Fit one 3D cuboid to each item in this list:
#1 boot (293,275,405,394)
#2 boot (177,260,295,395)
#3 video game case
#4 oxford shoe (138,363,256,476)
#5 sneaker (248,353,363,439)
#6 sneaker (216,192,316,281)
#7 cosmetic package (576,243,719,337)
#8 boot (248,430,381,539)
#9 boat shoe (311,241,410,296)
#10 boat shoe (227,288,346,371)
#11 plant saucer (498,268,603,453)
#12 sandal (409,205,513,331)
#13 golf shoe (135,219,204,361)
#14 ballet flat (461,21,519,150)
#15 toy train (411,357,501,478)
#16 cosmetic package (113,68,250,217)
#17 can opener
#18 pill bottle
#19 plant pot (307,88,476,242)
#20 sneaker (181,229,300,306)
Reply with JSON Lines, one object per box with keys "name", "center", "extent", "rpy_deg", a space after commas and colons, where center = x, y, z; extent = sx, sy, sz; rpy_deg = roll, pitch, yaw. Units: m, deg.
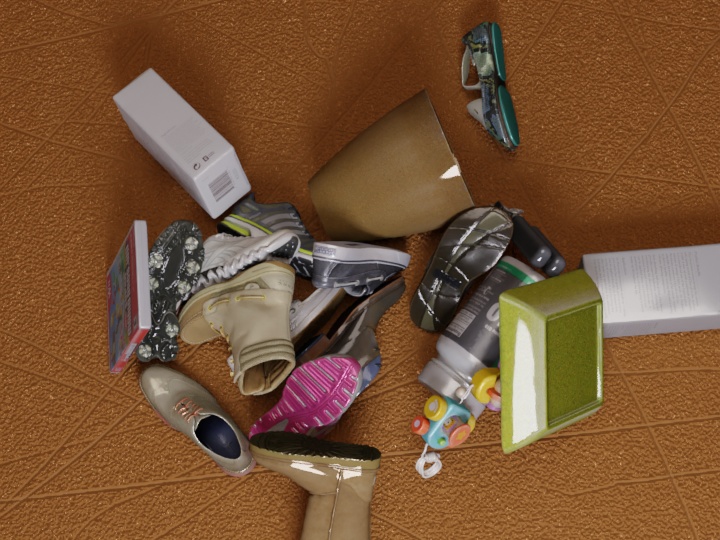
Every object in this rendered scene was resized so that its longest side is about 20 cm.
{"name": "boot", "center": [0.004, 0.097, 1.741], "extent": [0.200, 0.075, 0.097], "rpy_deg": [-39, 95, -15]}
{"name": "boot", "center": [-0.162, 0.093, 1.682], "extent": [0.199, 0.073, 0.157], "rpy_deg": [-26, 52, 29]}
{"name": "video game case", "center": [-0.305, 0.038, 1.696], "extent": [0.017, 0.200, 0.144], "rpy_deg": [2, 69, -21]}
{"name": "oxford shoe", "center": [-0.215, 0.186, 1.702], "extent": [0.199, 0.074, 0.071], "rpy_deg": [37, 76, 13]}
{"name": "sneaker", "center": [-0.060, 0.168, 1.658], "extent": [0.082, 0.088, 0.200], "rpy_deg": [52, 124, 9]}
{"name": "sneaker", "center": [-0.095, -0.049, 1.783], "extent": [0.198, 0.074, 0.081], "rpy_deg": [24, 70, 8]}
{"name": "cosmetic package", "center": [0.396, 0.028, 1.734], "extent": [0.198, 0.071, 0.102], "rpy_deg": [-4, 71, 1]}
{"name": "boot", "center": [-0.065, 0.310, 1.607], "extent": [0.173, 0.066, 0.202], "rpy_deg": [10, 105, 3]}
{"name": "boat shoe", "center": [0.000, 0.000, 1.714], "extent": [0.071, 0.199, 0.069], "rpy_deg": [11, 95, 29]}
{"name": "boat shoe", "center": [-0.098, 0.069, 1.740], "extent": [0.069, 0.071, 0.200], "rpy_deg": [42, 79, 15]}
{"name": "plant saucer", "center": [0.248, 0.112, 1.617], "extent": [0.048, 0.199, 0.202], "rpy_deg": [6, 103, 40]}
{"name": "sandal", "center": [0.133, -0.006, 1.733], "extent": [0.081, 0.055, 0.201], "rpy_deg": [30, 114, 3]}
{"name": "golf shoe", "center": [-0.263, 0.019, 1.712], "extent": [0.076, 0.088, 0.202], "rpy_deg": [11, 108, -23]}
{"name": "ballet flat", "center": [0.181, -0.256, 1.853], "extent": [0.073, 0.074, 0.202], "rpy_deg": [-6, 69, 0]}
{"name": "toy train", "center": [0.162, 0.196, 1.634], "extent": [0.199, 0.151, 0.056], "rpy_deg": [-24, 36, -16]}
{"name": "cosmetic package", "center": [-0.245, -0.176, 1.786], "extent": [0.071, 0.102, 0.200], "rpy_deg": [-40, 61, -12]}
{"name": "can opener", "center": [0.213, -0.038, 1.725], "extent": [0.052, 0.200, 0.067], "rpy_deg": [30, 100, -24]}
{"name": "pill bottle", "center": [0.171, 0.091, 1.695], "extent": [0.113, 0.113, 0.201], "rpy_deg": [37, 85, 14]}
{"name": "plant pot", "center": [0.037, -0.118, 1.759], "extent": [0.198, 0.186, 0.188], "rpy_deg": [-24, 71, 8]}
{"name": "sneaker", "center": [-0.170, -0.019, 1.735], "extent": [0.199, 0.075, 0.082], "rpy_deg": [-24, 66, 26]}
